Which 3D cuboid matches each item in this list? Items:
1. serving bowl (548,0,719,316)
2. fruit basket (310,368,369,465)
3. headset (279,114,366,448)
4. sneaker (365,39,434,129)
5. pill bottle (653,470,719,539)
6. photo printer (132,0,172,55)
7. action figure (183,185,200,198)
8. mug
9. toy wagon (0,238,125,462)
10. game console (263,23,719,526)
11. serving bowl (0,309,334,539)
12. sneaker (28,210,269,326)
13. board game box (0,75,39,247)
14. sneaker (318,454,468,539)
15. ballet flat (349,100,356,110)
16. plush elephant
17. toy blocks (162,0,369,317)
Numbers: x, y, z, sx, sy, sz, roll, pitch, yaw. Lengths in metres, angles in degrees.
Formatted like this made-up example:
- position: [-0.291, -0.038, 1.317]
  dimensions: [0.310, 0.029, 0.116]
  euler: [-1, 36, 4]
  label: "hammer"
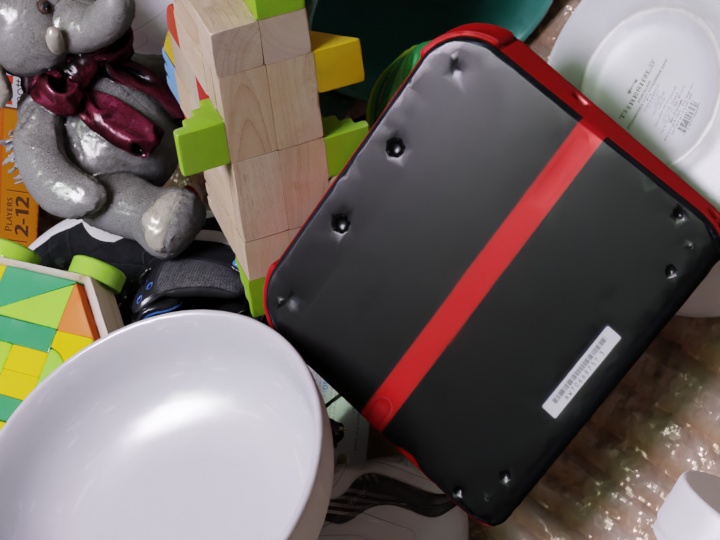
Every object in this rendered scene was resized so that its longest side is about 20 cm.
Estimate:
- position: [0.161, -0.081, 0.922]
  dimensions: [0.199, 0.066, 0.202]
  euler: [-12, 72, 40]
  label: "serving bowl"
- position: [-0.079, 0.125, 1.105]
  dimensions: [0.199, 0.094, 0.187]
  euler: [1, 81, 27]
  label: "fruit basket"
- position: [0.000, 0.000, 1.024]
  dimensions: [0.123, 0.094, 0.202]
  euler: [6, 72, 26]
  label: "headset"
- position: [0.053, -0.027, 0.955]
  dimensions: [0.084, 0.074, 0.201]
  euler: [115, 136, -67]
  label: "sneaker"
- position: [0.136, 0.199, 0.854]
  dimensions: [0.111, 0.111, 0.201]
  euler: [38, 106, 41]
  label: "pill bottle"
- position: [-0.140, -0.225, 1.233]
  dimensions: [0.166, 0.069, 0.202]
  euler: [-18, 72, 39]
  label: "photo printer"
- position: [-0.166, -0.005, 1.214]
  dimensions: [0.200, 0.065, 0.099]
  euler: [-41, 62, 27]
  label: "action figure"
- position: [0.008, -0.178, 1.023]
  dimensions: [0.184, 0.152, 0.115]
  euler: [-27, 55, 3]
  label: "mug"
- position: [-0.220, 0.058, 1.064]
  dimensions: [0.199, 0.040, 0.156]
  euler: [11, 74, 35]
  label: "toy wagon"
- position: [0.058, 0.000, 0.912]
  dimensions: [0.177, 0.031, 0.200]
  euler: [41, 112, 11]
  label: "game console"
- position: [-0.097, 0.119, 0.929]
  dimensions: [0.199, 0.066, 0.201]
  euler: [-16, 48, 18]
  label: "serving bowl"
- position: [-0.137, 0.014, 1.098]
  dimensions: [0.198, 0.112, 0.074]
  euler: [-10, 114, 19]
  label: "sneaker"
- position: [-0.344, -0.032, 1.257]
  dimensions: [0.199, 0.198, 0.202]
  euler: [-24, 63, 58]
  label: "board game box"
- position: [-0.030, 0.168, 1.000]
  dimensions: [0.198, 0.075, 0.116]
  euler: [-11, 82, 9]
  label: "sneaker"
- position: [-0.012, -0.175, 1.124]
  dimensions: [0.201, 0.067, 0.064]
  euler: [-71, 19, 4]
  label: "ballet flat"
- position: [-0.163, -0.119, 1.106]
  dimensions: [0.199, 0.156, 0.165]
  euler: [6, 42, 35]
  label: "plush elephant"
- position: [-0.065, -0.098, 0.982]
  dimensions: [0.137, 0.099, 0.201]
  euler: [-122, 20, -49]
  label: "toy blocks"
